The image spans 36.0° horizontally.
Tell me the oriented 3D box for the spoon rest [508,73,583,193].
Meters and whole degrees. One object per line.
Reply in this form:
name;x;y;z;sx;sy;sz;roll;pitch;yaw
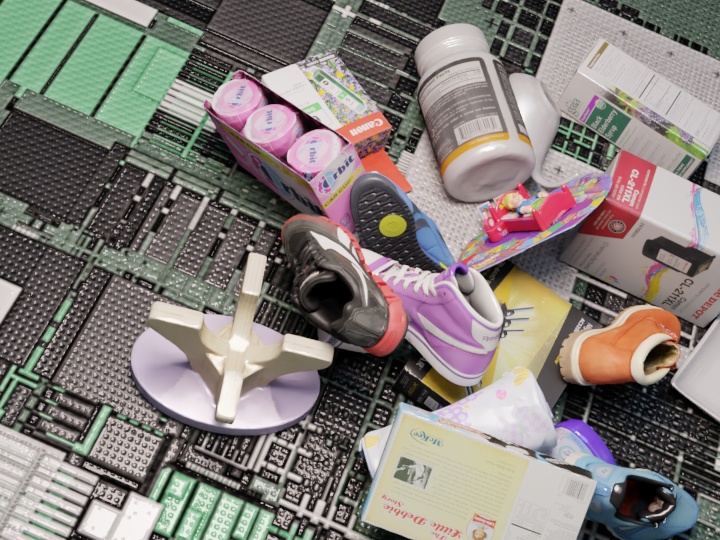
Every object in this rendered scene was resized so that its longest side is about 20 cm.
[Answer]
spoon rest;0.226;-0.168;1.384;0.099;0.060;0.201;36;31;-44

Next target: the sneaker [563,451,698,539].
sneaker;0.287;0.242;1.125;0.199;0.090;0.079;19;82;-38

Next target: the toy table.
toy table;-0.131;0.087;1.128;0.198;0.117;0.185;3;60;-14

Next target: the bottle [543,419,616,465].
bottle;0.179;0.242;1.144;0.200;0.065;0.084;-38;92;-29

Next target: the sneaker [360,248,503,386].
sneaker;0.066;0.015;1.136;0.200;0.115;0.073;37;47;20

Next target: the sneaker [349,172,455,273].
sneaker;0.045;-0.047;1.230;0.066;0.200;0.079;-25;41;18

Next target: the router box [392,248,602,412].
router box;0.154;0.095;1.233;0.157;0.052;0.200;35;58;6

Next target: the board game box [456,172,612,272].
board game box;0.185;-0.069;1.252;0.039;0.199;0.158;56;26;-13

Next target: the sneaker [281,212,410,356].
sneaker;-0.035;0.004;1.116;0.098;0.071;0.201;14;29;-46

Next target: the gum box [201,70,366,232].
gum box;-0.080;-0.132;1.229;0.066;0.114;0.200;-46;56;-11

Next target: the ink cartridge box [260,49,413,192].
ink cartridge box;-0.027;-0.167;1.340;0.109;0.050;0.200;-26;69;-26

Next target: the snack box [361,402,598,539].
snack box;0.112;0.216;1.057;0.199;0.037;0.117;20;96;1

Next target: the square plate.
square plate;0.487;0.136;1.309;0.200;0.028;0.198;40;58;10

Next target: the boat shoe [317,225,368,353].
boat shoe;0.000;0.000;1.241;0.065;0.072;0.201;20;51;-19

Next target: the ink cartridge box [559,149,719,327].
ink cartridge box;0.358;-0.034;1.305;0.199;0.146;0.083;25;59;2

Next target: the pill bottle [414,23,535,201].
pill bottle;0.135;-0.195;1.361;0.116;0.117;0.201;-5;61;-17

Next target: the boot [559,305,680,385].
boot;0.320;0.087;1.227;0.199;0.107;0.076;-17;101;-45

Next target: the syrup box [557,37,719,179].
syrup box;0.365;-0.206;1.447;0.199;0.079;0.082;34;58;6

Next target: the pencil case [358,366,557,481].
pencil case;0.100;0.171;1.119;0.199;0.083;0.091;-24;73;1
